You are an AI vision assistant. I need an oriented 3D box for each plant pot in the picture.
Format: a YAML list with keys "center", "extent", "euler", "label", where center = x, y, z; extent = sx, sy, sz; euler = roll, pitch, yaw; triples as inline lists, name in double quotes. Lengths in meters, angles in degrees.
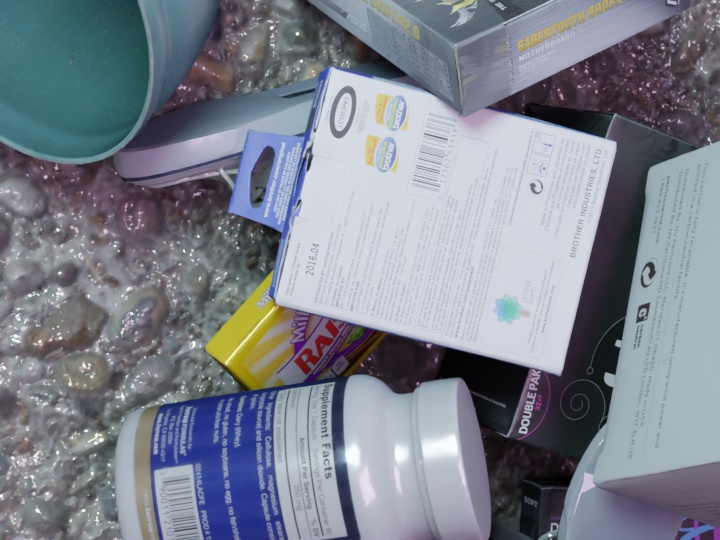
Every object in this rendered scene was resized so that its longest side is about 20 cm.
- center: [-0.150, -0.177, 1.261]
  extent: [0.134, 0.200, 0.201]
  euler: [-42, 111, -40]
  label: "plant pot"

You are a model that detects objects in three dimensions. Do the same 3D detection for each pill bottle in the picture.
- center: [-0.031, 0.122, 1.329]
  extent: [0.199, 0.116, 0.116]
  euler: [-9, 101, 10]
  label: "pill bottle"

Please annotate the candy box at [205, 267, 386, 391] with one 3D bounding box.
- center: [0.000, 0.000, 1.385]
  extent: [0.200, 0.026, 0.102]
  euler: [-48, 141, -7]
  label: "candy box"

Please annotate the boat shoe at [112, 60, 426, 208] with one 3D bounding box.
- center: [-0.047, -0.061, 1.371]
  extent: [0.201, 0.075, 0.087]
  euler: [-17, 110, -26]
  label: "boat shoe"

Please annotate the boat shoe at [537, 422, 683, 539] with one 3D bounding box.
- center: [0.142, 0.173, 1.371]
  extent: [0.073, 0.068, 0.201]
  euler: [-1, 107, -13]
  label: "boat shoe"

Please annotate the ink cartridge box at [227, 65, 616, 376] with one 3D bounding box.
- center: [0.029, -0.032, 1.299]
  extent: [0.199, 0.076, 0.137]
  euler: [14, 90, -6]
  label: "ink cartridge box"

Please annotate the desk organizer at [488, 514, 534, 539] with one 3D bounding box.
- center: [0.064, 0.195, 1.370]
  extent: [0.071, 0.200, 0.078]
  euler: [-7, 101, -20]
  label: "desk organizer"

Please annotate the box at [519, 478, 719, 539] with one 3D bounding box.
- center: [0.167, 0.233, 1.503]
  extent: [0.142, 0.036, 0.201]
  euler: [2, 97, -22]
  label: "box"

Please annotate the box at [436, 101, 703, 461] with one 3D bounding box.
- center: [0.157, 0.016, 1.425]
  extent: [0.148, 0.124, 0.201]
  euler: [18, 91, -22]
  label: "box"

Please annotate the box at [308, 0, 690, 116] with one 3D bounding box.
- center: [0.065, -0.177, 1.321]
  extent: [0.158, 0.200, 0.049]
  euler: [-26, 130, -20]
  label: "box"

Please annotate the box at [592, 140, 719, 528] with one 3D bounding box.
- center: [0.246, 0.033, 1.263]
  extent: [0.130, 0.200, 0.200]
  euler: [21, 70, -24]
  label: "box"
